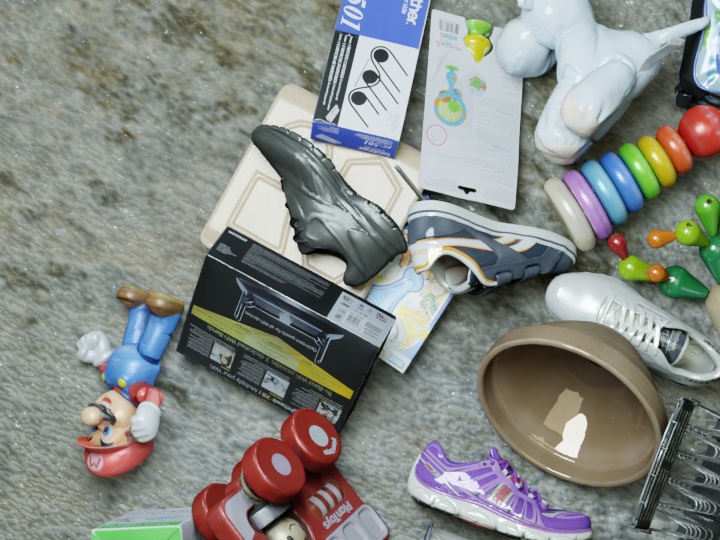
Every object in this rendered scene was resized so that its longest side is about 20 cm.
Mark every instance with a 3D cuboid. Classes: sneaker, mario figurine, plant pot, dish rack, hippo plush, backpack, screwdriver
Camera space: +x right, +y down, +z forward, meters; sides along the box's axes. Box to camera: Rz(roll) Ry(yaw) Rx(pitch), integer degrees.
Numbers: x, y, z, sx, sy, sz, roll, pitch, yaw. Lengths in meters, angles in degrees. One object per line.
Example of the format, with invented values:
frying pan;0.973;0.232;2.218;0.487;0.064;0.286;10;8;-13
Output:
sneaker;-0.046;-0.067;1.479;0.091;0.076;0.200;-45;81;0
mario figurine;-0.253;0.116;1.522;0.105;0.123;0.201;14;83;-9
plant pot;0.227;0.119;1.489;0.200;0.201;0.093;35;50;4
dish rack;0.336;0.204;1.455;0.054;0.200;0.154;19;87;31
sneaker;0.150;0.232;1.516;0.199;0.081;0.084;20;81;4
hippo plush;0.210;-0.220;1.483;0.161;0.159;0.200;46;131;8
sneaker;0.134;-0.009;1.502;0.199;0.078;0.080;13;69;-24
backpack;0.445;-0.247;1.499;0.199;0.147;0.184;10;90;0
screwdriver;0.064;-0.077;1.480;0.029;0.200;0.028;-19;71;5
sneaker;0.287;0.058;1.511;0.199;0.081;0.077;25;90;-2

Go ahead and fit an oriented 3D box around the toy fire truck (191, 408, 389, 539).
toy fire truck;-0.063;0.249;1.468;0.168;0.200;0.112;49;119;5

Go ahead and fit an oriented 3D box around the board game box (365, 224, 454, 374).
board game box;0.000;0.000;1.557;0.199;0.034;0.136;33;88;5

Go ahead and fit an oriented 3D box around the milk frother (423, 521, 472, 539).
milk frother;0.129;0.371;1.446;0.187;0.200;0.182;17;91;4

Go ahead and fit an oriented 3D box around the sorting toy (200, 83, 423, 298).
sorting toy;-0.045;-0.071;1.533;0.184;0.036;0.201;29;82;5

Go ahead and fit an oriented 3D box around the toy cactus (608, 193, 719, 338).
toy cactus;0.370;-0.002;1.525;0.199;0.102;0.166;-18;104;-1

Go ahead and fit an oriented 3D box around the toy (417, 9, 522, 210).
toy;0.113;-0.168;1.551;0.114;0.047;0.201;12;76;-21

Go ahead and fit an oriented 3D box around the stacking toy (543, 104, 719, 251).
stacking toy;0.296;-0.104;1.520;0.199;0.085;0.086;-31;85;4

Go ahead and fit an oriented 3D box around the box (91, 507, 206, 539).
box;-0.206;0.349;1.472;0.096;0.176;0.201;-3;86;5

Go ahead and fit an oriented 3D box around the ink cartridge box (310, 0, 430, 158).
ink cartridge box;0.013;-0.224;1.535;0.093;0.044;0.201;13;68;0

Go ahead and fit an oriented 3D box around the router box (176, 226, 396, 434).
router box;-0.080;0.066;1.501;0.199;0.158;0.052;29;44;4
